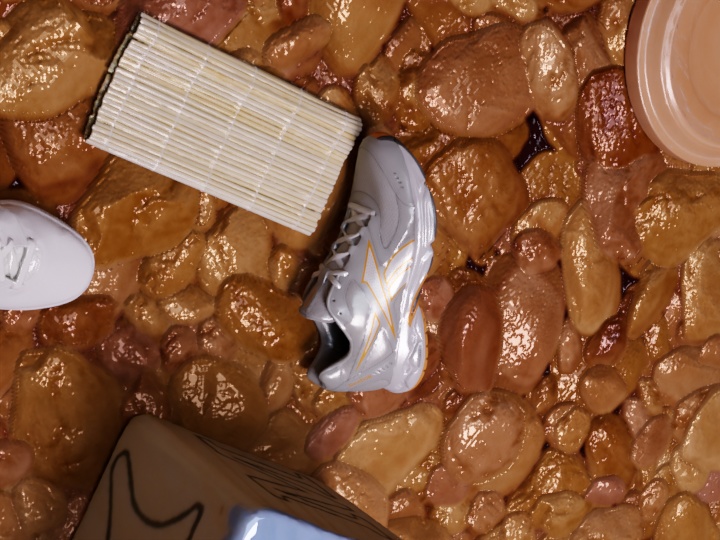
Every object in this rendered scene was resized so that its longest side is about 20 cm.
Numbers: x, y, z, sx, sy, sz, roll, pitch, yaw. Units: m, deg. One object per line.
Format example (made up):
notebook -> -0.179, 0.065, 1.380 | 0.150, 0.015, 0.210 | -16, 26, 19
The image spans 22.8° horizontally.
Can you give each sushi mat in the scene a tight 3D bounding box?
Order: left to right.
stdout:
sushi mat -> -0.093, -0.100, 1.251 | 0.199, 0.012, 0.096 | 22, 93, -34

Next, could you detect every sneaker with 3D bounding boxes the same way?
sneaker -> -0.252, -0.013, 1.135 | 0.199, 0.088, 0.076 | 18, 93, -34
sneaker -> 0.000, 0.000, 1.304 | 0.091, 0.076, 0.201 | -7, 107, -25

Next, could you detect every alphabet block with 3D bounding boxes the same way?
alphabet block -> -0.085, 0.240, 1.245 | 0.196, 0.200, 0.196 | 28, 90, -34

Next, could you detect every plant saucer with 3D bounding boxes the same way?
plant saucer -> 0.303, -0.183, 1.456 | 0.199, 0.032, 0.202 | -9, 109, -28
